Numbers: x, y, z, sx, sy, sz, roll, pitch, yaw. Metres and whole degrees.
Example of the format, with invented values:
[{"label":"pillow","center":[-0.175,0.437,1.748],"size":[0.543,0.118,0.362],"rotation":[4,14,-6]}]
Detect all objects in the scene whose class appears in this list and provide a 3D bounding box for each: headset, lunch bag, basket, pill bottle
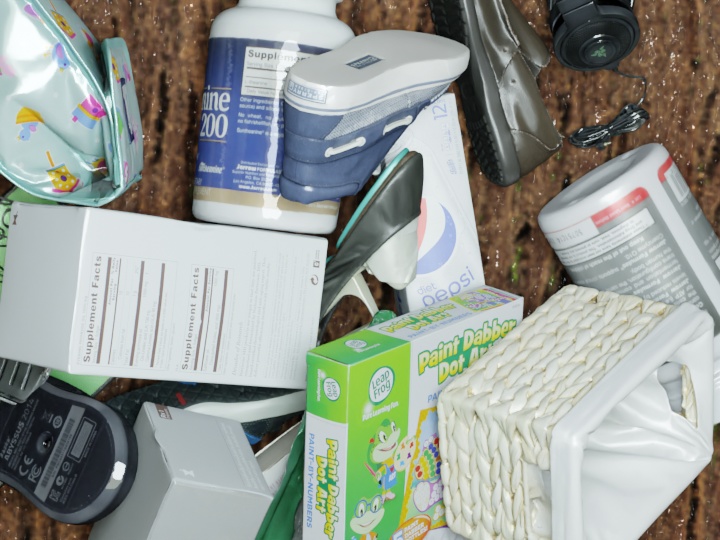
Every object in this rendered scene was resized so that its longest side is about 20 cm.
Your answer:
[{"label":"headset","center":[0.164,-0.189,1.394],"size":[0.093,0.124,0.201],"rotation":[-23,115,18]},{"label":"lunch bag","center":[-0.228,-0.133,1.301],"size":[0.122,0.170,0.200],"rotation":[-44,98,4]},{"label":"basket","center":[0.156,0.112,1.313],"size":[0.200,0.123,0.137],"rotation":[-35,129,-43]},{"label":"pill bottle","center":[0.232,0.015,1.408],"size":[0.113,0.114,0.201],"rotation":[-32,97,-6]},{"label":"pill bottle","center":[-0.061,-0.132,1.357],"size":[0.110,0.111,0.202],"rotation":[6,92,-9]}]

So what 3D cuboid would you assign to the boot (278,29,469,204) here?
[{"label":"boot","center":[0.006,-0.112,1.314],"size":[0.072,0.199,0.091],"rotation":[24,118,29]}]

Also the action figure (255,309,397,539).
[{"label":"action figure","center":[-0.009,0.125,1.337],"size":[0.117,0.055,0.202],"rotation":[11,98,-33]}]

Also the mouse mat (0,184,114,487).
[{"label":"mouse mat","center":[-0.267,0.049,1.388],"size":[0.200,0.008,0.161],"rotation":[-43,98,-5]}]

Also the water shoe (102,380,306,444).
[{"label":"water shoe","center":[-0.117,0.119,1.394],"size":[0.198,0.072,0.080],"rotation":[-14,125,-12]}]

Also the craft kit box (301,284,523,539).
[{"label":"craft kit box","center":[0.038,0.129,1.310],"size":[0.199,0.048,0.200],"rotation":[-19,115,-46]}]

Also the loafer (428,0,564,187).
[{"label":"loafer","center":[0.106,-0.169,1.407],"size":[0.071,0.073,0.202],"rotation":[-18,102,-15]}]

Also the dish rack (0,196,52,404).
[{"label":"dish rack","center":[-0.299,0.004,1.324],"size":[0.198,0.055,0.155],"rotation":[19,90,17]}]

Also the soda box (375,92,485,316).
[{"label":"soda box","center":[0.052,-0.032,1.401],"size":[0.063,0.068,0.202],"rotation":[-10,95,-8]}]

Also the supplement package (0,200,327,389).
[{"label":"supplement package","center":[-0.138,0.018,1.280],"size":[0.199,0.113,0.111],"rotation":[7,90,-37]}]

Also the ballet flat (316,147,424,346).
[{"label":"ballet flat","center":[0.000,0.000,1.351],"size":[0.068,0.068,0.200],"rotation":[42,116,4]}]

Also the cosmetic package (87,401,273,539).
[{"label":"cosmetic package","center":[-0.145,0.209,1.327],"size":[0.090,0.107,0.201],"rotation":[16,113,-27]}]

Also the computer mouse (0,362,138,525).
[{"label":"computer mouse","center":[-0.219,0.118,1.326],"size":[0.053,0.199,0.139],"rotation":[28,89,-49]}]

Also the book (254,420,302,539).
[{"label":"book","center":[0.001,0.206,1.404],"size":[0.133,0.048,0.201],"rotation":[-36,107,-6]}]
